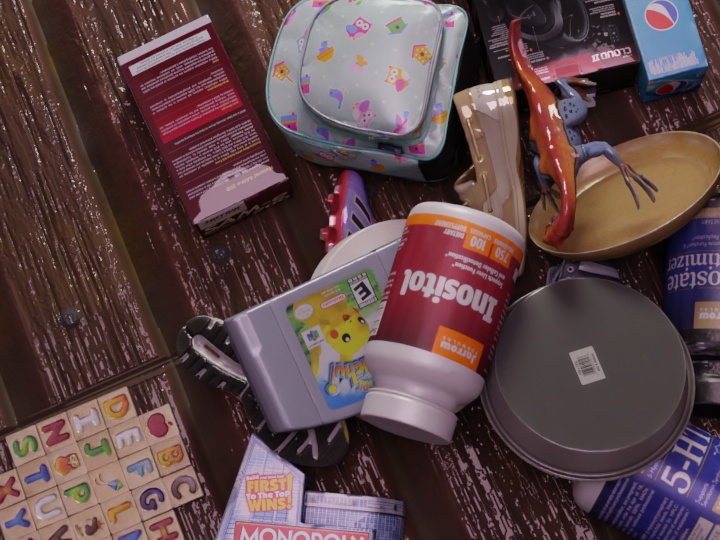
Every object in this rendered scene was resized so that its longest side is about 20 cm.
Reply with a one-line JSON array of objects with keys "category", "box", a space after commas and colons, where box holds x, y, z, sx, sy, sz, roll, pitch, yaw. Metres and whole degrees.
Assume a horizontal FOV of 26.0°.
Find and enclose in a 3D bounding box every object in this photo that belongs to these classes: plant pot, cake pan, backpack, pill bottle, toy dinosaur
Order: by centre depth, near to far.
[{"category": "pill bottle", "box": [0.070, 0.049, 1.405, 0.112, 0.113, 0.201, 16, 77, 8]}, {"category": "cake pan", "box": [0.207, 0.092, 1.420, 0.199, 0.037, 0.201, -1, 63, 2]}, {"category": "pill bottle", "box": [0.266, 0.188, 1.458, 0.199, 0.120, 0.120, 27, 80, 9]}, {"category": "toy dinosaur", "box": [0.175, -0.109, 1.469, 0.200, 0.182, 0.105, 40, 122, -10]}, {"category": "pill bottle", "box": [0.345, 0.036, 1.494, 0.111, 0.112, 0.201, 4, 76, 5]}, {"category": "plant pot", "box": [0.259, -0.067, 1.506, 0.200, 0.200, 0.028, -33, 115, -4]}, {"category": "backpack", "box": [0.004, -0.188, 1.550, 0.199, 0.153, 0.177, 8, 80, 20]}]

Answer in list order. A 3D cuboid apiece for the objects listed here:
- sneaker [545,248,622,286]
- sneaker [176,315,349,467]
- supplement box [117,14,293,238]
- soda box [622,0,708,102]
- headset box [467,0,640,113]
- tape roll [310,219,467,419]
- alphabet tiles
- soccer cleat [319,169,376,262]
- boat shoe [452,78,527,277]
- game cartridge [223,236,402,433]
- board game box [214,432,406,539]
[{"category": "sneaker", "box": [0.173, 0.043, 1.510, 0.199, 0.070, 0.109, -9, 76, -19]}, {"category": "sneaker", "box": [-0.082, 0.112, 1.515, 0.200, 0.090, 0.078, 42, 100, 14]}, {"category": "supplement box", "box": [-0.159, -0.147, 1.600, 0.108, 0.061, 0.201, -25, 75, -2]}, {"category": "soda box", "box": [0.295, -0.280, 1.597, 0.064, 0.068, 0.201, -13, 76, 1]}, {"category": "headset box", "box": [0.192, -0.256, 1.594, 0.148, 0.077, 0.201, -14, 77, 1]}, {"category": "tape roll", "box": [0.041, 0.051, 1.511, 0.202, 0.037, 0.204, 3, 83, -20]}, {"category": "alphabet tiles", "box": [-0.264, 0.216, 1.546, 0.199, 0.006, 0.167, -23, 75, -2]}, {"category": "soccer cleat", "box": [0.000, 0.000, 1.556, 0.076, 0.067, 0.201, 4, 77, -11]}, {"category": "boat shoe", "box": [0.125, -0.088, 1.527, 0.069, 0.074, 0.201, -6, 110, 5]}, {"category": "game cartridge", "box": [-0.014, 0.066, 1.452, 0.199, 0.040, 0.134, -26, 96, -20]}, {"category": "board game box", "box": [-0.059, 0.261, 1.493, 0.199, 0.062, 0.201, 3, 77, 5]}]
